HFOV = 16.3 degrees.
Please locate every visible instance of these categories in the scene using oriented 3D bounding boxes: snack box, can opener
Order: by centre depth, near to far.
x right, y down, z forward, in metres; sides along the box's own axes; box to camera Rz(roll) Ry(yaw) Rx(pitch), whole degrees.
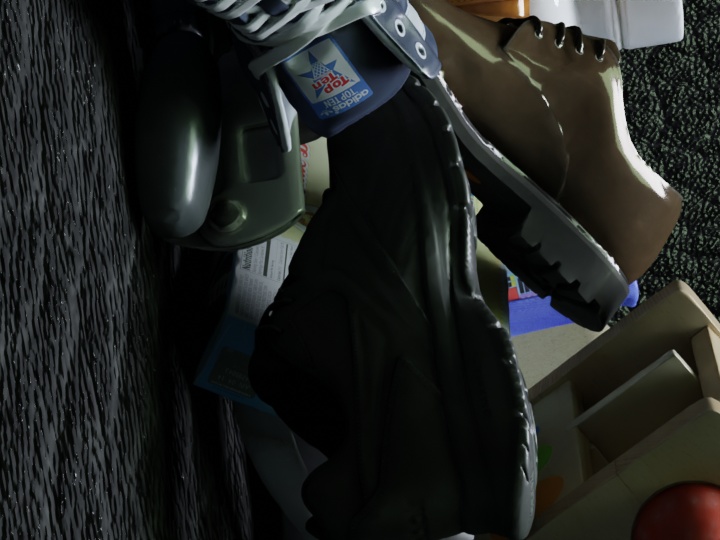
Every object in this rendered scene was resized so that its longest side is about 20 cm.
[{"bbox_3d":[-0.053,-0.098,0.899,0.067,0.052,0.201,70,13,-60],"label":"can opener"},{"bbox_3d":[0.000,0.000,0.994,0.200,0.116,0.037,-86,-159,-60],"label":"snack box"}]

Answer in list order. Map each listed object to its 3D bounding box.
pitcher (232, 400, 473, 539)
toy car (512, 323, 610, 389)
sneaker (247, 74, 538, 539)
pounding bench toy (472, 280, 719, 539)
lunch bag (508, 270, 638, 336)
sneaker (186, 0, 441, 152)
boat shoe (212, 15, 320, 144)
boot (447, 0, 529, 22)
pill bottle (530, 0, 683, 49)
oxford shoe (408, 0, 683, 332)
[{"bbox_3d":[0.009,0.110,1.033,0.171,0.121,0.201,-30,102,-66],"label":"pitcher"},{"bbox_3d":[0.049,0.107,1.272,0.201,0.157,0.165,93,-13,-45],"label":"toy car"},{"bbox_3d":[0.002,0.009,0.871,0.076,0.090,0.201,81,-3,-49],"label":"sneaker"},{"bbox_3d":[0.135,0.137,0.931,0.200,0.124,0.156,50,13,-13],"label":"pounding bench toy"},{"bbox_3d":[0.041,-0.032,1.175,0.201,0.150,0.094,-99,177,-49],"label":"lunch bag"},{"bbox_3d":[-0.032,-0.093,0.801,0.109,0.070,0.200,65,16,-2],"label":"sneaker"},{"bbox_3d":[-0.046,-0.133,0.983,0.067,0.057,0.201,68,16,-68],"label":"boat shoe"},{"bbox_3d":[0.056,-0.140,1.005,0.074,0.199,0.156,-8,88,-65],"label":"boot"},{"bbox_3d":[0.038,-0.131,1.107,0.120,0.199,0.120,-7,90,-84],"label":"pill bottle"},{"bbox_3d":[0.051,-0.074,0.968,0.200,0.084,0.073,47,-10,-25],"label":"oxford shoe"}]
